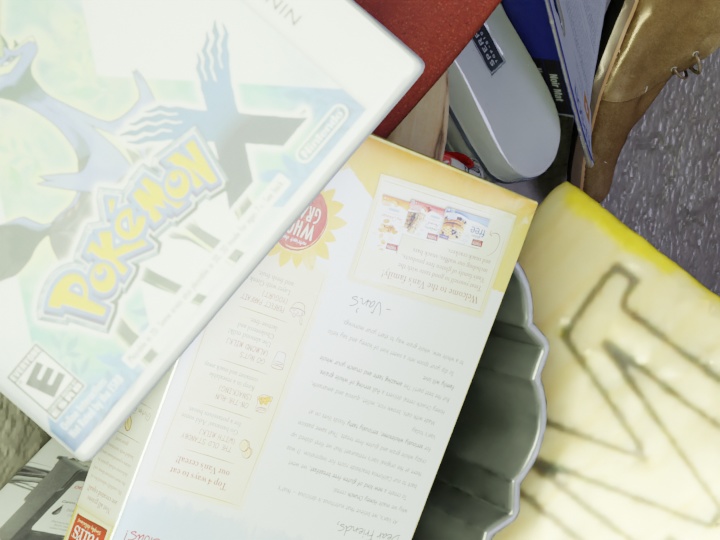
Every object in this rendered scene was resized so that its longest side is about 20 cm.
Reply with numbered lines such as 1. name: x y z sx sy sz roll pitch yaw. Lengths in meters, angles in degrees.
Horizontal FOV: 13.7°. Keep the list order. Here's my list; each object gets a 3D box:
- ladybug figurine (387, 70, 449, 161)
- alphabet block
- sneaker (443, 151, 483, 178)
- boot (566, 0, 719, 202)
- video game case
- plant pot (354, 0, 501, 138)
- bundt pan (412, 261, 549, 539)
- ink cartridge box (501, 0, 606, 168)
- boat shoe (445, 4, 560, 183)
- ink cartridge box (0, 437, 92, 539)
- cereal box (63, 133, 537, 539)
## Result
1. ladybug figurine: -0.030 -0.059 1.375 0.072 0.135 0.200 104 0 -67
2. alphabet block: 0.118 0.104 1.448 0.200 0.196 0.195 -51 168 0
3. sneaker: -0.001 0.000 1.428 0.201 0.067 0.108 -24 119 -57
4. boot: 0.164 -0.118 1.673 0.074 0.075 0.200 -88 -167 -65
5. video game case: -0.108 -0.061 1.132 0.200 0.182 0.022 -49 178 4
6. plant pot: -0.055 -0.148 1.252 0.200 0.200 0.177 21 93 -58
7. bundt pan: -0.021 0.056 1.276 0.202 0.076 0.202 -10 107 -34
8. ink cartridge box: 0.088 -0.186 1.542 0.200 0.041 0.200 -79 158 -48
9. boat shoe: 0.032 -0.133 1.503 0.072 0.066 0.200 -45 114 -38
10. ink cartridge box: -0.114 0.161 1.331 0.200 0.083 0.146 -47 136 -42
11. cereal box: -0.023 0.042 1.199 0.144 0.040 0.200 21 91 -37
